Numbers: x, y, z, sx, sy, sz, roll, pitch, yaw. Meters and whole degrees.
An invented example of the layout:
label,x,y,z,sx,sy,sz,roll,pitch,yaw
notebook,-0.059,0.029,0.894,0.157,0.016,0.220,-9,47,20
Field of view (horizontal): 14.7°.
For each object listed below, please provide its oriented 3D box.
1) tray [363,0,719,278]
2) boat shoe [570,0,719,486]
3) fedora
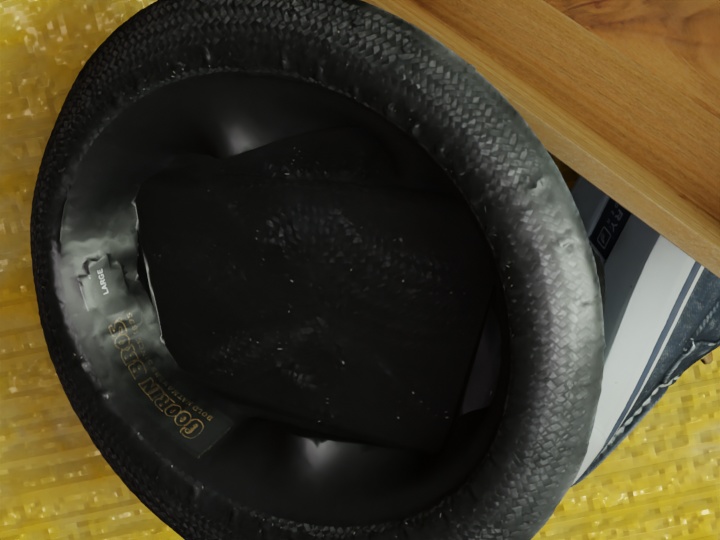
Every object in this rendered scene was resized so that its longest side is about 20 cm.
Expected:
label,x,y,z,sx,sy,sz,roll,pitch,yaw
tray,0.082,-0.077,0.794,0.037,0.200,0.099,9,114,-50
boat shoe,0.107,0.001,0.870,0.091,0.071,0.200,8,126,-31
fedora,0.000,0.000,0.835,0.200,0.092,0.201,9,107,32
